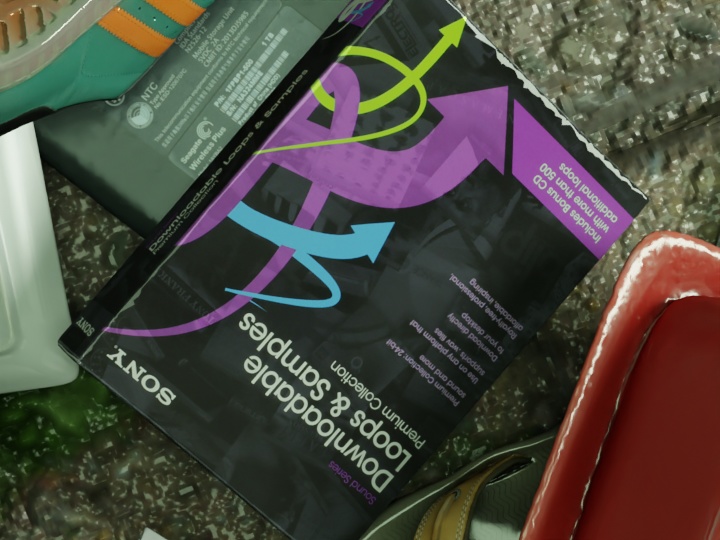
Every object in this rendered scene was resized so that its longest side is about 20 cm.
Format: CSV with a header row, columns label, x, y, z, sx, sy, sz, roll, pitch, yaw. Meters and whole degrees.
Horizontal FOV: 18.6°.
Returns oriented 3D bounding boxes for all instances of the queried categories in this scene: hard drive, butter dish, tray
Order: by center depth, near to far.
label,x,y,z,sx,sy,sz,roll,pitch,yaw
butter dish,0.177,0.102,0.809,0.200,0.148,0.200,27,75,-21
tray,-0.181,-0.044,0.865,0.107,0.022,0.200,-9,98,8
hard drive,-0.081,-0.096,0.888,0.200,0.033,0.140,38,87,-1

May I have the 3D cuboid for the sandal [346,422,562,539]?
label,x,y,z,sx,sy,sz,roll,pitch,yaw
sandal,0.059,0.115,0.874,0.200,0.055,0.082,-29,89,1

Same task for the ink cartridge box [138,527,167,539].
label,x,y,z,sx,sy,sz,roll,pitch,yaw
ink cartridge box,-0.064,0.233,0.836,0.176,0.084,0.200,32,98,-1

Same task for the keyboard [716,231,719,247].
label,x,y,z,sx,sy,sz,roll,pitch,yaw
keyboard,0.179,-0.022,0.910,0.056,0.011,0.200,16,88,-7

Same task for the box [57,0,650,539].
label,x,y,z,sx,sy,sz,roll,pitch,yaw
box,0.000,0.000,0.863,0.143,0.036,0.200,42,88,-23

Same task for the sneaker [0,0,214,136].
label,x,y,z,sx,sy,sz,roll,pitch,yaw
sneaker,-0.089,-0.117,0.844,0.200,0.080,0.071,-33,74,-22
